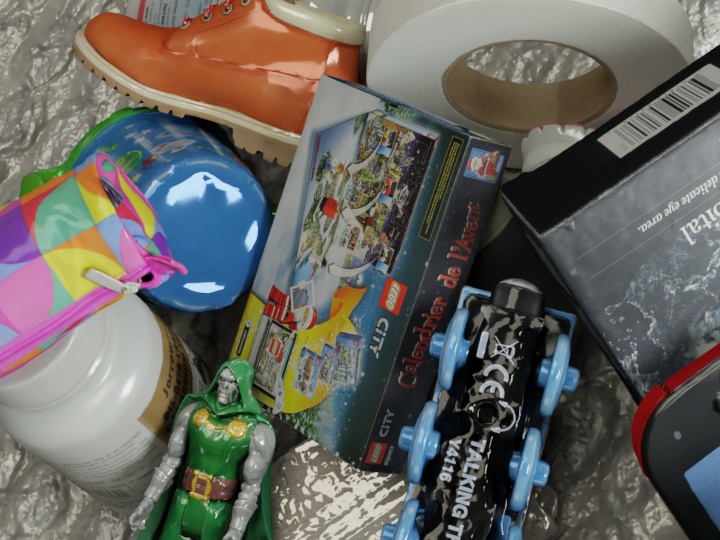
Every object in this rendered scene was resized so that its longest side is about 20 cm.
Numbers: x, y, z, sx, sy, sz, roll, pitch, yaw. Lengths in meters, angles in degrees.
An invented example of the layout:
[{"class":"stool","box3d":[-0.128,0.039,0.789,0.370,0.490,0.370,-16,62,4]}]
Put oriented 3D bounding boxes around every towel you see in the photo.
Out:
[{"class":"towel","box3d":[0.013,0.151,1.133,0.199,0.034,0.133,-35,68,5]}]

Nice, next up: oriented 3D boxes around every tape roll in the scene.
[{"class":"tape roll","box3d":[0.103,-0.125,1.151,0.201,0.203,0.037,-5,63,20]}]

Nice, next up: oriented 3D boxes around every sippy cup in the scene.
[{"class":"sippy cup","box3d":[-0.117,-0.032,1.202,0.177,0.140,0.130,-29,18,-13]}]

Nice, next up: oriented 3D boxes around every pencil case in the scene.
[{"class":"pencil case","box3d":[-0.197,0.014,1.035,0.199,0.088,0.089,-30,58,7]}]

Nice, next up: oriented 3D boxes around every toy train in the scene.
[{"class":"toy train","box3d":[0.065,0.106,1.050,0.086,0.114,0.202,14,82,6]}]

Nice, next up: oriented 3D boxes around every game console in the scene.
[{"class":"game console","box3d":[0.251,0.102,0.992,0.176,0.201,0.031,-34,24,3]}]

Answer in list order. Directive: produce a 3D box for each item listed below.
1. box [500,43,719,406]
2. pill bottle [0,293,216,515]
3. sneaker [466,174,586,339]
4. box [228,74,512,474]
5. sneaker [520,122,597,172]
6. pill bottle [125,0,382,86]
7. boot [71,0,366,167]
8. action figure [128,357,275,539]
[{"class":"box","box3d":[0.216,-0.008,1.034,0.196,0.201,0.117,-34,16,3]},{"class":"pill bottle","box3d":[-0.165,0.068,1.161,0.113,0.200,0.115,-9,62,17]},{"class":"sneaker","box3d":[0.055,0.028,1.165,0.200,0.106,0.075,-30,25,44]},{"class":"box","box3d":[0.000,0.000,1.110,0.136,0.038,0.201,27,102,44]},{"class":"sneaker","box3d":[0.185,-0.035,1.149,0.199,0.081,0.089,1,66,31]},{"class":"pill bottle","box3d":[-0.052,-0.159,1.284,0.198,0.109,0.110,7,67,24]},{"class":"boot","box3d":[-0.088,-0.144,1.209,0.199,0.075,0.108,21,107,15]},{"class":"action figure","box3d":[-0.094,0.149,1.121,0.117,0.055,0.202,14,93,19]}]
